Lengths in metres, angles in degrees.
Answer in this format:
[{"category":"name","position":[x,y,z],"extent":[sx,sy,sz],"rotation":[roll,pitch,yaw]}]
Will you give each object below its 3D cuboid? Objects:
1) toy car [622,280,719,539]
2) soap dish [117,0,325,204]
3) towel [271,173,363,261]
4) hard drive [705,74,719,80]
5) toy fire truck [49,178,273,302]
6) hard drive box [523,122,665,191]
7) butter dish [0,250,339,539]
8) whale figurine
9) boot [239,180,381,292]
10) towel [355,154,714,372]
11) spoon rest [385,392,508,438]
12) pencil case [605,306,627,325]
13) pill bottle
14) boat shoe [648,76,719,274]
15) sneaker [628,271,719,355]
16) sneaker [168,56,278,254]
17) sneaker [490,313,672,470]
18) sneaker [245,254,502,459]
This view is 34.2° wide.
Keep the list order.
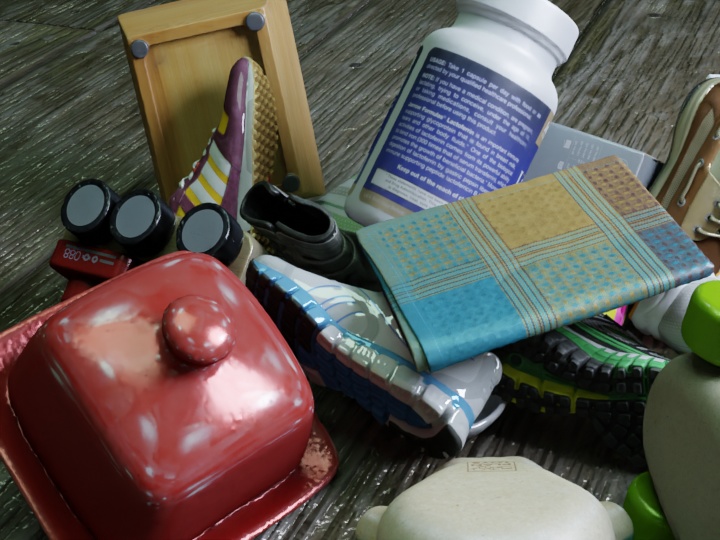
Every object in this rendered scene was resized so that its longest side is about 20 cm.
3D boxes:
[{"category":"toy car","position":[0.270,0.115,0.654],"extent":[0.196,0.167,0.159],"rotation":[5,28,-10]},{"category":"soap dish","position":[-0.127,-0.147,1.066],"extent":[0.154,0.204,0.081],"rotation":[-11,17,3]},{"category":"towel","position":[0.009,-0.047,1.073],"extent":[0.147,0.031,0.199],"rotation":[17,36,30]},{"category":"hard drive","position":[0.316,-0.062,0.958],"extent":[0.026,0.134,0.201],"rotation":[0,29,-8]},{"category":"toy fire truck","position":[-0.177,0.043,0.877],"extent":[0.173,0.129,0.203],"rotation":[12,73,26]},{"category":"hard drive box","position":[0.155,-0.084,0.988],"extent":[0.198,0.078,0.155],"rotation":[22,8,26]},{"category":"butter dish","position":[-0.114,0.068,0.715],"extent":[0.198,0.148,0.201],"rotation":[-27,73,-35]},{"category":"whale figurine","position":[0.075,0.164,0.661],"extent":[0.156,0.106,0.200],"rotation":[-3,5,3]},{"category":"boot","position":[0.000,0.000,0.881],"extent":[0.198,0.131,0.068],"rotation":[20,76,37]},{"category":"towel","position":[0.108,-0.009,0.763],"extent":[0.196,0.022,0.147],"rotation":[-16,38,-7]},{"category":"spoon rest","position":[0.013,0.070,0.841],"extent":[0.197,0.062,0.099],"rotation":[16,35,31]},{"category":"pencil case","position":[0.120,-0.002,0.930],"extent":[0.088,0.090,0.198],"rotation":[-27,35,-35]},{"category":"pill bottle","position":[0.078,-0.108,0.874],"extent":[0.114,0.203,0.116],"rotation":[26,2,-1]},{"category":"boat shoe","position":[0.264,-0.052,0.887],"extent":[0.075,0.204,0.074],"rotation":[16,-2,-26]},{"category":"sneaker","position":[0.263,0.047,0.807],"extent":[0.198,0.076,0.092],"rotation":[6,33,-50]},{"category":"sneaker","position":[-0.121,-0.080,0.990],"extent":[0.088,0.204,0.075],"rotation":[1,-6,12]},{"category":"sneaker","position":[0.177,0.066,0.788],"extent":[0.198,0.079,0.085],"rotation":[25,36,18]},{"category":"sneaker","position":[0.009,0.042,0.792],"extent":[0.199,0.076,0.087],"rotation":[34,57,22]}]
